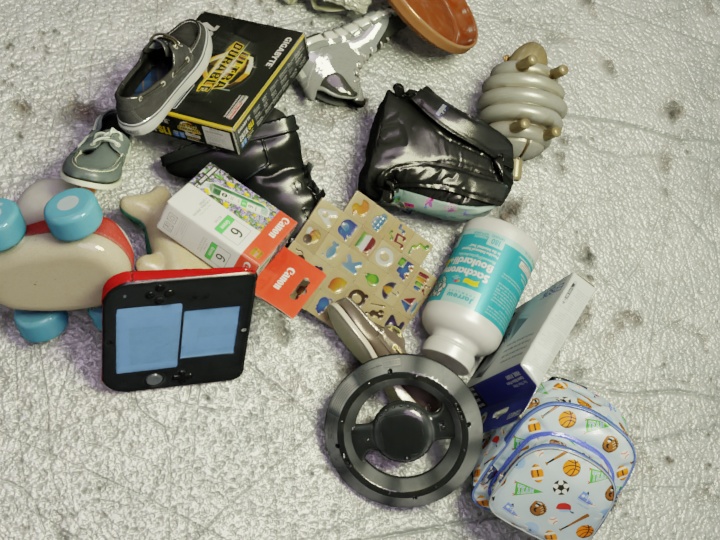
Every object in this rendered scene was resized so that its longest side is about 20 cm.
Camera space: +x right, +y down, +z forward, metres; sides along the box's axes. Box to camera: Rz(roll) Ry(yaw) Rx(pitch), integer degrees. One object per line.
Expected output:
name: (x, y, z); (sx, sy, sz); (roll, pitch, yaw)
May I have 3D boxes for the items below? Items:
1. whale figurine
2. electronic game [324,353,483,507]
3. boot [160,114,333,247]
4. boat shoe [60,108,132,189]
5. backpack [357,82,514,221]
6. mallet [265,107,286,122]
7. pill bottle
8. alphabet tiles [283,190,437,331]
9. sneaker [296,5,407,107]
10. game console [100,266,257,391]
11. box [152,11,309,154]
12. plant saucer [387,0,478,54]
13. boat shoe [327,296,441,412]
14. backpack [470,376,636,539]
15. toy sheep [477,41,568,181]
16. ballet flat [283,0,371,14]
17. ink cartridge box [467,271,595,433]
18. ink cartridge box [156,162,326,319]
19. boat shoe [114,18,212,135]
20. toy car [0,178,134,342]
whale figurine: (-0.224, -0.014, 1.333); (0.200, 0.104, 0.159); (46, 42, 14)
electronic game: (0.054, 0.202, 1.338); (0.200, 0.042, 0.200); (1, 100, 5)
boot: (-0.145, -0.102, 1.383); (0.198, 0.073, 0.163); (-15, 100, 0)
boat shoe: (-0.315, -0.149, 1.290); (0.073, 0.200, 0.062); (13, 110, -6)
backpack: (0.107, -0.145, 1.441); (0.200, 0.127, 0.167); (16, 81, -11)
mallet: (-0.193, -0.227, 1.430); (0.200, 0.041, 0.066); (32, 71, -1)
pill bottle: (0.152, 0.037, 1.412); (0.111, 0.111, 0.200); (29, 69, -6)
alphabet tiles: (0.000, 0.000, 1.390); (0.200, 0.006, 0.166); (34, 88, -21)
sneaker: (-0.001, -0.289, 1.486); (0.200, 0.075, 0.116); (-25, 92, -15)
game console: (-0.218, 0.072, 1.262); (0.177, 0.200, 0.031); (-1, 47, -15)
box: (-0.181, -0.246, 1.371); (0.160, 0.049, 0.200); (16, 54, 21)
plant saucer: (0.088, -0.387, 1.503); (0.200, 0.032, 0.200); (33, 37, -30)
boat shoe: (0.035, 0.109, 1.376); (0.060, 0.072, 0.200); (-40, 97, -16)
backpack: (0.246, 0.241, 1.334); (0.200, 0.154, 0.191); (26, 104, -8)
toy sheep: (0.228, -0.225, 1.493); (0.138, 0.138, 0.200); (14, 81, -12)
ballet flat: (-0.075, -0.396, 1.483); (0.200, 0.072, 0.072); (16, 70, 14)
ink cartridge box: (0.200, 0.112, 1.358); (0.041, 0.200, 0.200); (35, 68, -3)
ink cartridge box: (-0.135, -0.038, 1.295); (0.200, 0.050, 0.109); (35, 40, 1)
boat shoe: (-0.246, -0.255, 1.312); (0.070, 0.066, 0.200); (16, 55, 19)
toy car: (-0.354, -0.051, 1.281); (0.177, 0.184, 0.200); (-7, 44, 5)
